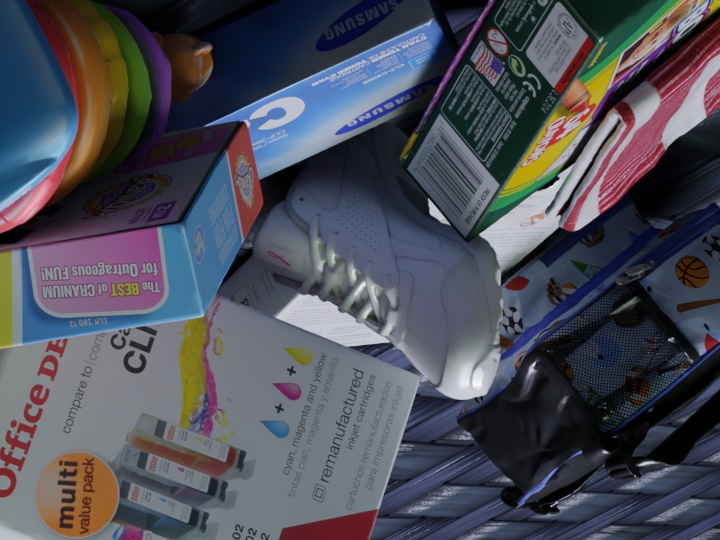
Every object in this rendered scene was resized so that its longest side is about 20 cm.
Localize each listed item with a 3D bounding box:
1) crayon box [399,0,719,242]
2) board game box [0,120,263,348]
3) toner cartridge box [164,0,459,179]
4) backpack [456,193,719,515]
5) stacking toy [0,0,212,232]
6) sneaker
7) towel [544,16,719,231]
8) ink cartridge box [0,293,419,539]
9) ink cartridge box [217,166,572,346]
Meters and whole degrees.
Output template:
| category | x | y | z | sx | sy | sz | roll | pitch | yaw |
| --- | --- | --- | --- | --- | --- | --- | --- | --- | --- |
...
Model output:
| category | x | y | z | sx | sy | sz | roll | pitch | yaw |
| --- | --- | --- | --- | --- | --- | --- | --- | --- | --- |
| crayon box | 0.120 | -0.117 | 1.197 | 0.172 | 0.058 | 0.200 | -35 | 169 | -26 |
| board game box | -0.151 | -0.009 | 1.101 | 0.199 | 0.040 | 0.153 | -9 | -163 | 11 |
| toner cartridge box | -0.054 | -0.077 | 1.212 | 0.200 | 0.043 | 0.095 | -25 | 163 | 7 |
| backpack | 0.157 | 0.041 | 1.593 | 0.190 | 0.154 | 0.200 | -29 | 177 | -19 |
| stacking toy | -0.122 | -0.075 | 1.081 | 0.116 | 0.110 | 0.200 | -34 | 170 | 29 |
| sneaker | 0.000 | 0.000 | 1.278 | 0.099 | 0.200 | 0.078 | -4 | 122 | -25 |
| towel | 0.178 | -0.103 | 1.259 | 0.200 | 0.023 | 0.144 | -40 | 170 | -20 |
| ink cartridge box | -0.102 | 0.088 | 1.279 | 0.200 | 0.146 | 0.145 | 22 | 166 | -15 |
| ink cartridge box | 0.033 | -0.023 | 1.471 | 0.161 | 0.050 | 0.200 | -4 | 150 | -43 |
